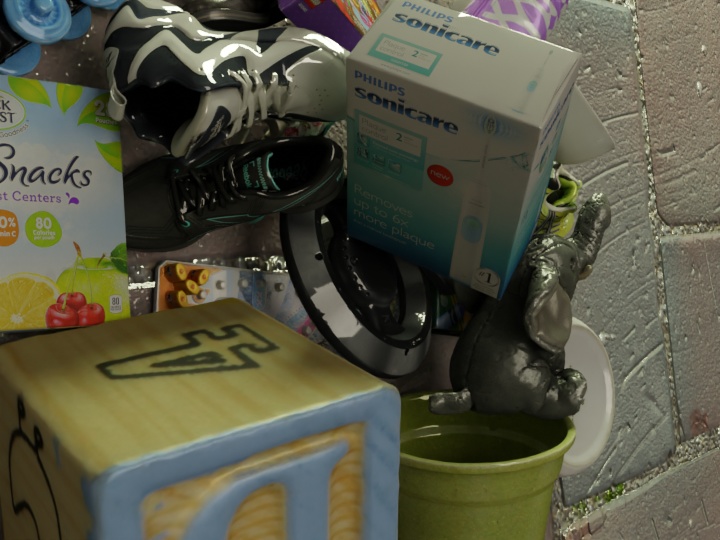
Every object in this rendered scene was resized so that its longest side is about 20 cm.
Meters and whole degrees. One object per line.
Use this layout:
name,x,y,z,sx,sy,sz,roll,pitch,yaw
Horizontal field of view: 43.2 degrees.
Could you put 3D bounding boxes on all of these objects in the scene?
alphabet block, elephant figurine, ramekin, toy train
alphabet block,-0.108,0.147,0.584,0.195,0.199,0.198,-9,108,-35
elephant figurine,0.153,0.027,0.852,0.155,0.140,0.202,-45,143,-72
ramekin,0.206,0.139,1.021,0.201,0.094,0.205,6,82,-45
toy train,-0.223,-0.224,0.641,0.115,0.086,0.200,52,50,-17

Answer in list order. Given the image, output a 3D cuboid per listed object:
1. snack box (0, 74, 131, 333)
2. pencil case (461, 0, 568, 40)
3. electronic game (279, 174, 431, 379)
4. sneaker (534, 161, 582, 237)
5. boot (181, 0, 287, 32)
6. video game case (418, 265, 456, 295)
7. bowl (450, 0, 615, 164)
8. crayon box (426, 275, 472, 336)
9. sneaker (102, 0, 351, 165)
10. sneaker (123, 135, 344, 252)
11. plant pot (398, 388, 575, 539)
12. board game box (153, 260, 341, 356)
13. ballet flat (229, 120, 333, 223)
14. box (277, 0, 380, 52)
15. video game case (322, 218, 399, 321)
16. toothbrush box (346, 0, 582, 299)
snack box,-0.256,-0.042,0.597,0.199,0.067,0.171,0,85,-47
pencil case,0.109,-0.201,0.818,0.201,0.083,0.086,-54,148,-14
electronic game,0.000,0.000,0.808,0.200,0.041,0.201,37,38,-36
sneaker,0.190,-0.066,0.930,0.200,0.076,0.076,20,80,-60
boot,-0.124,-0.279,0.747,0.176,0.069,0.200,68,24,-14
video game case,0.086,-0.099,0.884,0.143,0.019,0.201,48,57,-29
bowl,0.172,-0.208,0.992,0.200,0.074,0.201,44,14,-35
crayon box,0.103,-0.034,0.943,0.125,0.051,0.202,10,78,-44
sneaker,-0.088,-0.118,0.647,0.197,0.080,0.130,16,45,-19
sneaker,-0.106,-0.069,0.696,0.198,0.079,0.076,-17,87,-12
plant pot,0.098,0.231,0.855,0.199,0.199,0.186,-11,105,-45
board game box,-0.084,0.100,0.771,0.199,0.026,0.202,7,82,-40
ballet flat,-0.065,-0.127,0.797,0.064,0.075,0.201,47,53,-21
box,-0.025,-0.238,0.787,0.200,0.039,0.138,30,37,-62
video game case,0.035,-0.005,0.919,0.199,0.018,0.145,-27,105,-43
toothbrush box,0.070,-0.089,0.695,0.086,0.145,0.201,-57,163,-32
